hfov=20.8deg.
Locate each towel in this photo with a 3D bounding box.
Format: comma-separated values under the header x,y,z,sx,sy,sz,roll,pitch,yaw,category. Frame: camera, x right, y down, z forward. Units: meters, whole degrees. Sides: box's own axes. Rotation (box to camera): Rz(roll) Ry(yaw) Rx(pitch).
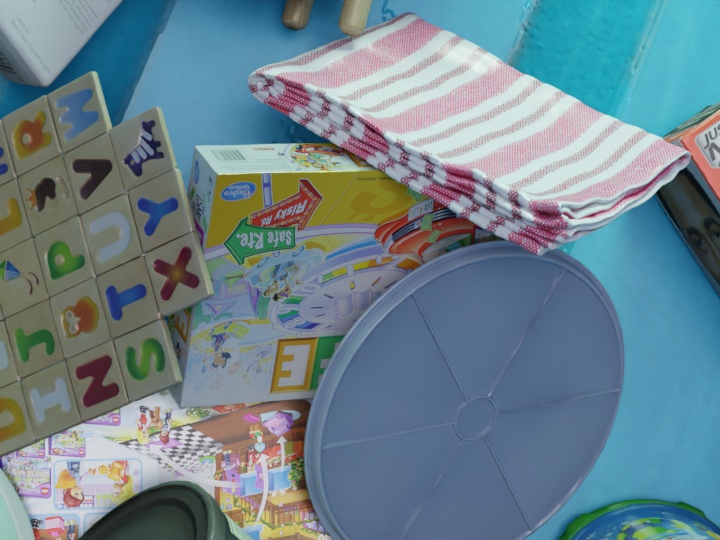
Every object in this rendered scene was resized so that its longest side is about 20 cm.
x,y,z,sx,sy,sz,roll,pitch,yaw,category
0.059,-0.081,1.028,0.199,0.146,0.030,30,123,24,towel

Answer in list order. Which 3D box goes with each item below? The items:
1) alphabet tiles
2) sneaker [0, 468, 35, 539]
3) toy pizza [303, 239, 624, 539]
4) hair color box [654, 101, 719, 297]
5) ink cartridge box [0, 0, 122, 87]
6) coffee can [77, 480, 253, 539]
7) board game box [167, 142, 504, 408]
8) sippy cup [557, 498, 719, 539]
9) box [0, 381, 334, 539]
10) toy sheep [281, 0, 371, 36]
x,y,z,sx,sy,sz,roll,pitch,yaw,category
-0.165,-0.001,1.018,0.199,0.006,0.168,-23,79,30,alphabet tiles
-0.258,0.106,0.991,0.200,0.118,0.074,46,108,2,sneaker
0.055,0.073,1.062,0.198,0.032,0.202,-13,120,-24,toy pizza
0.240,0.000,1.095,0.061,0.102,0.201,-33,91,-8,hair color box
-0.160,-0.225,1.042,0.201,0.050,0.163,-54,137,-22,ink cartridge box
-0.063,0.224,0.988,0.147,0.146,0.200,-48,115,-8,coffee can
0.000,0.000,1.034,0.198,0.034,0.136,-3,120,-27,board game box
0.170,0.195,1.059,0.178,0.130,0.140,-42,93,-8,sippy cup
-0.102,0.128,1.072,0.198,0.039,0.138,0,87,-8,box
-0.041,-0.207,1.048,0.199,0.137,0.139,19,83,-45,toy sheep
